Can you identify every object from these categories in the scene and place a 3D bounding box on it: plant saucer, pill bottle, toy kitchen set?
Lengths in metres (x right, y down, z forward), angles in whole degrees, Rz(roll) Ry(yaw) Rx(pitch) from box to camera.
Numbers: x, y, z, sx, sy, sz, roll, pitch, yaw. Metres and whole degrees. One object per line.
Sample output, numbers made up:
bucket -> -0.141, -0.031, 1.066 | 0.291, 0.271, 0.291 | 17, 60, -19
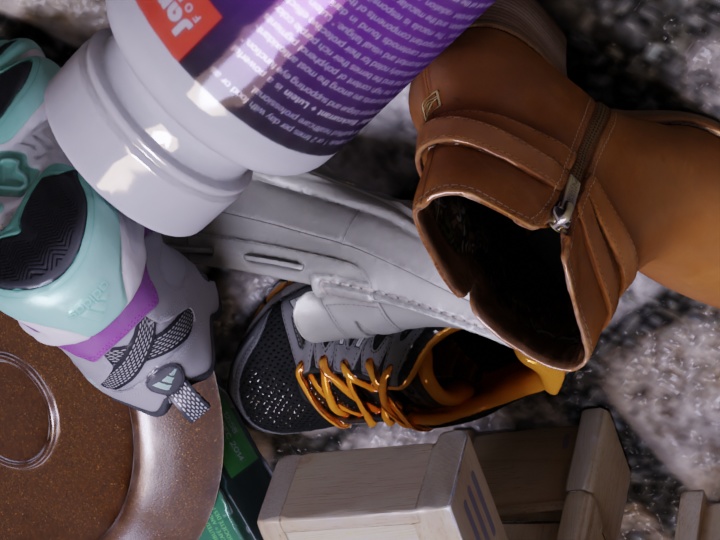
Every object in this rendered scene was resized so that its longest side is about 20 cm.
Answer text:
plant saucer -> -0.151, 0.060, 1.057 | 0.200, 0.032, 0.200 | 12, 113, 30
pill bottle -> -0.023, -0.106, 0.857 | 0.111, 0.111, 0.200 | 39, 115, -19
toy kitchen set -> 0.083, 0.095, 0.975 | 0.163, 0.200, 0.181 | -7, 126, 21

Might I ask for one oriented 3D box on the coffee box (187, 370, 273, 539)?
coffee box -> -0.137, 0.103, 1.109 | 0.200, 0.044, 0.123 | -28, 91, 37

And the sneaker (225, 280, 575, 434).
sneaker -> 0.018, 0.036, 1.024 | 0.200, 0.077, 0.078 | -22, 124, 32

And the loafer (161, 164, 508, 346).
loafer -> 0.000, 0.000, 0.965 | 0.200, 0.070, 0.070 | 23, 97, 26

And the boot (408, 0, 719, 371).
boot -> 0.097, -0.015, 0.900 | 0.077, 0.155, 0.200 | -34, 115, 27

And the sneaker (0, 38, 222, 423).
sneaker -> -0.112, -0.004, 0.961 | 0.078, 0.200, 0.140 | -36, 128, 6
